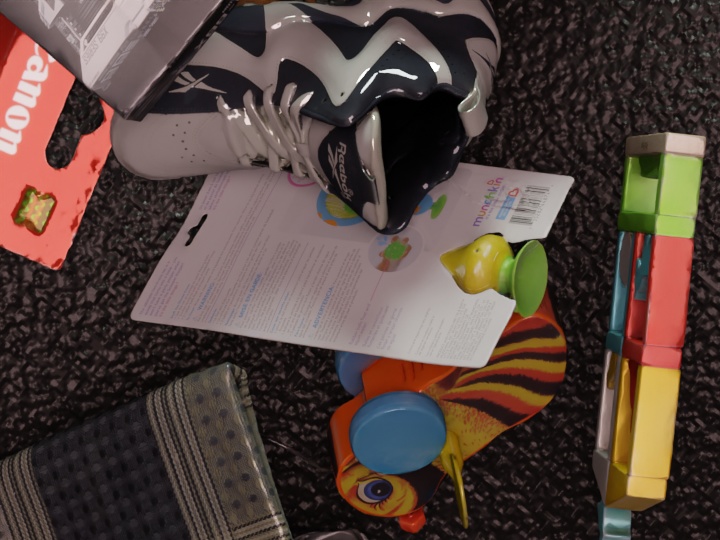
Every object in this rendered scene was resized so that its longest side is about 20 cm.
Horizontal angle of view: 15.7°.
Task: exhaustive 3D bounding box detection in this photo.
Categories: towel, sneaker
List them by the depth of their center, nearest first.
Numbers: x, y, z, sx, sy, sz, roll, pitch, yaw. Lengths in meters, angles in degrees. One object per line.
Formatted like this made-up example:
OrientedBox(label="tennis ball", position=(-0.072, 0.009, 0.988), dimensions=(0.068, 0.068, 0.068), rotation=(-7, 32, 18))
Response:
OrientedBox(label="sneaker", position=(-0.026, -0.066, 1.235), dimensions=(0.197, 0.130, 0.080), rotation=(-12, 126, 4))
OrientedBox(label="towel", position=(-0.097, 0.165, 1.260), dimensions=(0.192, 0.034, 0.201), rotation=(-24, 80, 31))

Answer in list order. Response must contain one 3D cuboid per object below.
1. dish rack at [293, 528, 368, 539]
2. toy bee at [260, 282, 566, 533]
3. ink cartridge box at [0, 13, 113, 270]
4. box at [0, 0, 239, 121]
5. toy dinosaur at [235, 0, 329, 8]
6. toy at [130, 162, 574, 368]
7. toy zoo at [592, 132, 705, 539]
OrientedBox(label="dish rack", position=(-0.011, 0.235, 1.297), dimensions=(0.153, 0.055, 0.201), rotation=(-33, 103, 1))
OrientedBox(label="toy bee", position=(0.022, 0.075, 1.287), dimensions=(0.199, 0.109, 0.132), rotation=(-11, 49, 29))
OrientedBox(label="ink cartridge box", position=(-0.213, -0.109, 1.292), dimensions=(0.199, 0.050, 0.163), rotation=(23, 91, 1))
OrientedBox(label="box", position=(-0.132, -0.194, 1.227), dimensions=(0.200, 0.050, 0.158), rotation=(41, 95, 3))
OrientedBox(label="toy dinosaur", position=(-0.050, -0.180, 1.273), dimensions=(0.105, 0.060, 0.202), rotation=(-13, 105, -14))
OrientedBox(label="toy", position=(0.000, 0.000, 1.255), dimensions=(0.199, 0.047, 0.116), rotation=(5, 53, 34))
OrientedBox(label="toy zoo", position=(0.137, 0.035, 1.269), dimensions=(0.020, 0.131, 0.202), rotation=(6, 91, -2))
